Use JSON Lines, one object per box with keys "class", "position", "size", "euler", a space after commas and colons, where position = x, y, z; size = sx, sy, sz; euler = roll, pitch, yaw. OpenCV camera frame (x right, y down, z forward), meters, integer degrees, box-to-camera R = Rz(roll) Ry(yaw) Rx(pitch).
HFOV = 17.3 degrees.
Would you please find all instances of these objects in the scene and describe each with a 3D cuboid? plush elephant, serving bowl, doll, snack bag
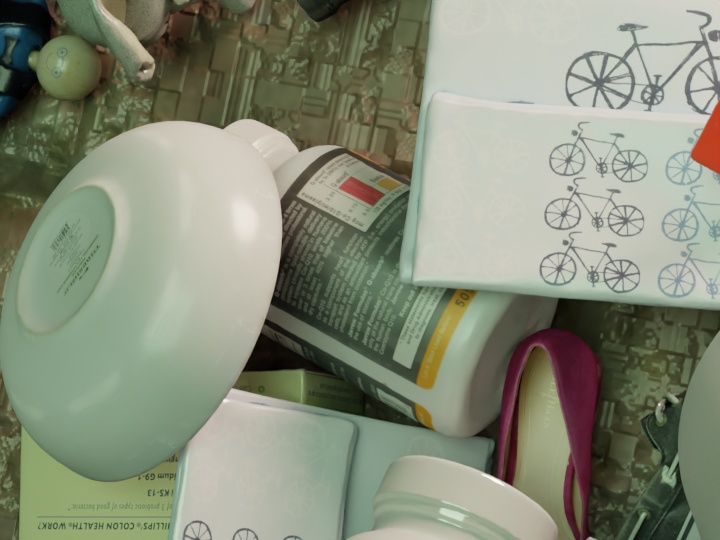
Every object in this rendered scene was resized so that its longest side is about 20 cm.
{"class": "plush elephant", "position": [-0.121, -0.193, 1.365], "size": [0.199, 0.156, 0.165], "euler": [-13, 32, -13]}
{"class": "serving bowl", "position": [-0.131, 0.006, 1.248], "size": [0.200, 0.066, 0.201], "euler": [-30, 47, 37]}
{"class": "doll", "position": [-0.251, -0.136, 1.452], "size": [0.199, 0.048, 0.137], "euler": [12, 79, 15]}
{"class": "snack bag", "position": [-0.016, 0.167, 1.253], "size": [0.021, 0.199, 0.190], "euler": [-12, 69, 58]}
{"class": "snack bag", "position": [0.123, -0.080, 1.225], "size": [0.187, 0.021, 0.201], "euler": [5, 75, 7]}

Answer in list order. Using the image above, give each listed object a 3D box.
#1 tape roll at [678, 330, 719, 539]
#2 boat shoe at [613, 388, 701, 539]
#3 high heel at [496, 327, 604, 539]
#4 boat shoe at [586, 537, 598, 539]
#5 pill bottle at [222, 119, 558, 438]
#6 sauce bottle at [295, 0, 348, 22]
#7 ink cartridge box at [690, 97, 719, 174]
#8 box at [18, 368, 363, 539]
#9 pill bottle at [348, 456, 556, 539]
{"class": "tape roll", "position": [0.261, 0.105, 1.136], "size": [0.201, 0.139, 0.204], "euler": [0, 109, 0]}
{"class": "boat shoe", "position": [0.179, 0.093, 1.248], "size": [0.071, 0.072, 0.201], "euler": [24, 94, 17]}
{"class": "high heel", "position": [0.094, 0.132, 1.263], "size": [0.067, 0.096, 0.201], "euler": [14, 88, 21]}
{"class": "boat shoe", "position": [0.157, 0.208, 1.185], "size": [0.071, 0.200, 0.091], "euler": [28, 87, 54]}
{"class": "pill bottle", "position": [0.000, 0.000, 1.304], "size": [0.199, 0.116, 0.117], "euler": [29, 94, 21]}
{"class": "sauce bottle", "position": [0.047, -0.209, 1.340], "size": [0.199, 0.065, 0.065], "euler": [-31, 74, 17]}
{"class": "ink cartridge box", "position": [0.287, -0.079, 1.178], "size": [0.163, 0.199, 0.057], "euler": [-63, 26, 4]}
{"class": "box", "position": [-0.094, 0.159, 1.333], "size": [0.175, 0.097, 0.201], "euler": [-3, 82, 21]}
{"class": "pill bottle", "position": [0.020, 0.203, 1.181], "size": [0.116, 0.117, 0.201], "euler": [16, 66, 22]}
